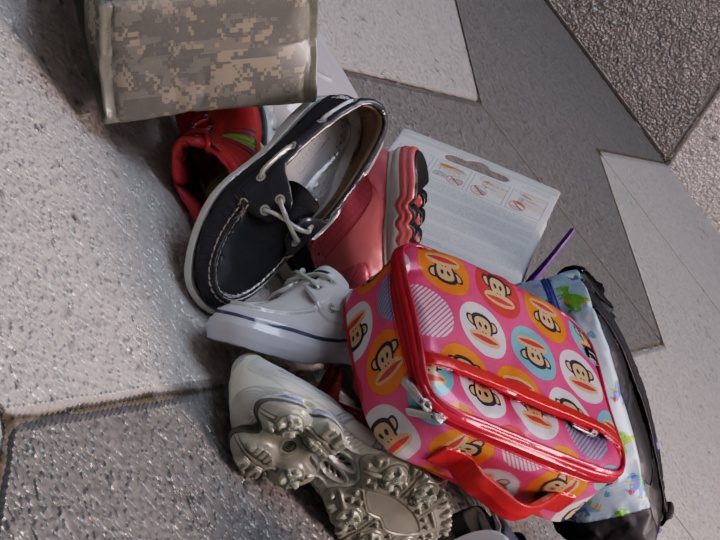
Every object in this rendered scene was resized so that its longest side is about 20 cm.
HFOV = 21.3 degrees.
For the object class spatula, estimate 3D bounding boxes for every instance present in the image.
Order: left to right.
[{"bbox_3d":[0.130,0.053,1.601,0.020,0.202,0.057,23,2,2],"label":"spatula"}]

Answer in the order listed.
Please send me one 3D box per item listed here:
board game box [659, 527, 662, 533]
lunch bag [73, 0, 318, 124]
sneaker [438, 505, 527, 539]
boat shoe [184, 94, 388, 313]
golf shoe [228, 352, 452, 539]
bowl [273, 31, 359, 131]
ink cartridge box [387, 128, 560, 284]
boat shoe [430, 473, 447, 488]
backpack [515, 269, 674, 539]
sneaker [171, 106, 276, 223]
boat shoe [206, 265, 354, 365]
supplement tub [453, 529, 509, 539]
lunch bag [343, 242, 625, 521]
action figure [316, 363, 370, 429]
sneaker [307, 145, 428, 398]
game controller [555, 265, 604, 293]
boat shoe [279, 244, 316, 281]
[{"bbox_3d":[0.196,0.154,1.799,0.152,0.045,0.201,33,26,-48],"label":"board game box"},{"bbox_3d":[-0.128,-0.206,1.409,0.201,0.162,0.119,-116,-157,-54],"label":"lunch bag"},{"bbox_3d":[0.115,0.220,1.413,0.147,0.077,0.203,52,18,-11],"label":"sneaker"},{"bbox_3d":[-0.049,-0.050,1.347,0.200,0.060,0.074,-50,120,-31],"label":"boat shoe"},{"bbox_3d":[-0.013,0.119,1.280,0.200,0.078,0.098,42,15,-36],"label":"golf shoe"},{"bbox_3d":[-0.070,-0.165,1.661,0.201,0.074,0.199,60,17,21],"label":"bowl"},{"bbox_3d":[0.076,-0.039,1.651,0.159,0.048,0.200,22,32,7],"label":"ink cartridge box"},{"bbox_3d":[0.058,0.112,1.480,0.071,0.070,0.200,51,19,-12],"label":"boat shoe"},{"bbox_3d":[0.166,0.102,1.507,0.163,0.152,0.202,-75,161,-74],"label":"backpack"},{"bbox_3d":[-0.107,-0.089,1.421,0.085,0.077,0.201,28,30,-44],"label":"sneaker"},{"bbox_3d":[-0.036,0.029,1.337,0.073,0.068,0.199,12,1,32],"label":"boat shoe"},{"bbox_3d":[0.105,0.274,1.178,0.200,0.140,0.141,49,18,-14],"label":"supplement tub"},{"bbox_3d":[0.085,0.087,1.296,0.199,0.082,0.177,24,40,-33],"label":"lunch bag"},{"bbox_3d":[0.062,0.126,1.370,0.199,0.052,0.065,30,-6,-9],"label":"action figure"},{"bbox_3d":[0.000,0.000,1.451,0.074,0.086,0.202,-48,145,-73],"label":"sneaker"},{"bbox_3d":[0.169,0.085,1.657,0.042,0.201,0.105,-1,56,-21],"label":"game controller"},{"bbox_3d":[0.009,0.018,1.534,0.200,0.067,0.072,43,19,-37],"label":"boat shoe"}]
